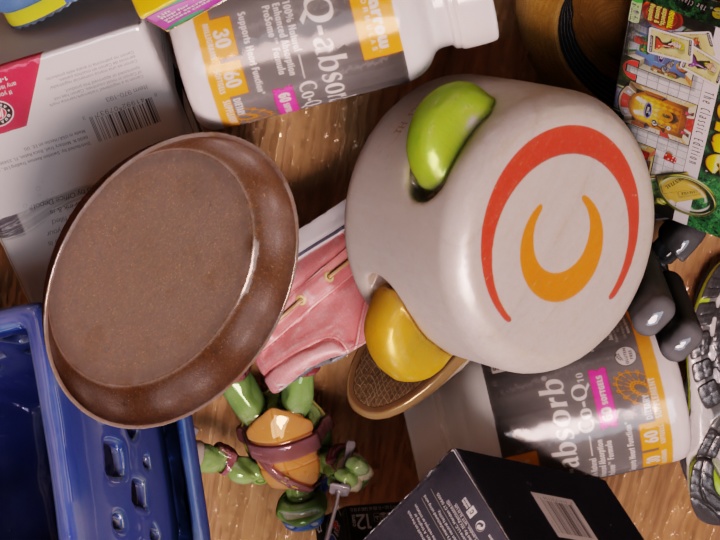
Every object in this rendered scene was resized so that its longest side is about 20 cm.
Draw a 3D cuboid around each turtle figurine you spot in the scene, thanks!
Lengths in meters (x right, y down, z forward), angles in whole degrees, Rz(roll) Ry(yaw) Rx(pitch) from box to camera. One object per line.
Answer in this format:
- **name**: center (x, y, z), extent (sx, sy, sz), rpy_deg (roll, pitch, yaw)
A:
- **turtle figurine**: center (-0.069, 0.119, 1.654), extent (0.199, 0.143, 0.195), rpy_deg (-27, 114, -40)

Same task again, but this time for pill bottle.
- **pill bottle**: center (-0.020, -0.168, 1.486), extent (0.199, 0.117, 0.117), rpy_deg (-14, 125, 2)
- **pill bottle**: center (0.133, 0.103, 1.705), extent (0.199, 0.117, 0.117), rpy_deg (-14, 125, 1)

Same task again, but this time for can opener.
- **can opener**: center (0.206, -0.001, 1.602), extent (0.053, 0.200, 0.066), rpy_deg (40, 109, -12)

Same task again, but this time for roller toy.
- **roller toy**: center (0.087, -0.031, 1.528), extent (0.182, 0.139, 0.201), rpy_deg (-9, 105, -36)

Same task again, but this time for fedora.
- **fedora**: center (0.197, -0.168, 1.528), extent (0.199, 0.082, 0.201), rpy_deg (20, 147, 13)

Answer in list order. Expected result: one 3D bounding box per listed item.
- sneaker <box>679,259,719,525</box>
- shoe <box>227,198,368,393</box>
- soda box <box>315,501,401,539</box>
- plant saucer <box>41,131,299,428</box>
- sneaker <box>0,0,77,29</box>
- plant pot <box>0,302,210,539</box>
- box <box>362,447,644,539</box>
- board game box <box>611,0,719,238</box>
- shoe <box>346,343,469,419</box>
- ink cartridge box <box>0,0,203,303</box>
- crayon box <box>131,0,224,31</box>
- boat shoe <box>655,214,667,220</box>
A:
- **sneaker**: center (0.264, 0.083, 1.741), extent (0.073, 0.081, 0.201), rpy_deg (2, 105, -12)
- **shoe**: center (0.000, 0.000, 1.599), extent (0.199, 0.071, 0.091), rpy_deg (-31, 88, -12)
- **soda box**: center (0.070, 0.206, 1.759), extent (0.199, 0.064, 0.071), rpy_deg (-1, 166, -23)
- **plant saucer**: center (-0.125, 0.003, 1.489), extent (0.199, 0.034, 0.201), rpy_deg (-21, 124, -34)
- **sneaker**: center (-0.162, -0.230, 1.463), extent (0.199, 0.066, 0.079), rpy_deg (-28, 120, 11)
- **plant pot**: center (-0.219, 0.135, 1.587), extent (0.199, 0.201, 0.179), rpy_deg (-15, 173, 32)
- **box**: center (0.084, 0.230, 1.622), extent (0.182, 0.104, 0.199), rpy_deg (-46, 146, 21)
- **board game box**: center (0.214, -0.100, 1.509), extent (0.104, 0.024, 0.201), rpy_deg (19, 146, 12)
- **shoe**: center (0.070, 0.034, 1.648), extent (0.200, 0.070, 0.053), rpy_deg (-46, 149, -10)
- **ink cartridge box**: center (-0.180, -0.081, 1.552), extent (0.144, 0.084, 0.201), rpy_deg (-17, 126, 4)
- **crayon box**: center (-0.073, -0.267, 1.396), extent (0.199, 0.058, 0.173), rpy_deg (-27, 83, 11)
- **boat shoe**: center (0.250, -0.083, 1.629), extent (0.199, 0.075, 0.066), rpy_deg (-29, 159, 7)
